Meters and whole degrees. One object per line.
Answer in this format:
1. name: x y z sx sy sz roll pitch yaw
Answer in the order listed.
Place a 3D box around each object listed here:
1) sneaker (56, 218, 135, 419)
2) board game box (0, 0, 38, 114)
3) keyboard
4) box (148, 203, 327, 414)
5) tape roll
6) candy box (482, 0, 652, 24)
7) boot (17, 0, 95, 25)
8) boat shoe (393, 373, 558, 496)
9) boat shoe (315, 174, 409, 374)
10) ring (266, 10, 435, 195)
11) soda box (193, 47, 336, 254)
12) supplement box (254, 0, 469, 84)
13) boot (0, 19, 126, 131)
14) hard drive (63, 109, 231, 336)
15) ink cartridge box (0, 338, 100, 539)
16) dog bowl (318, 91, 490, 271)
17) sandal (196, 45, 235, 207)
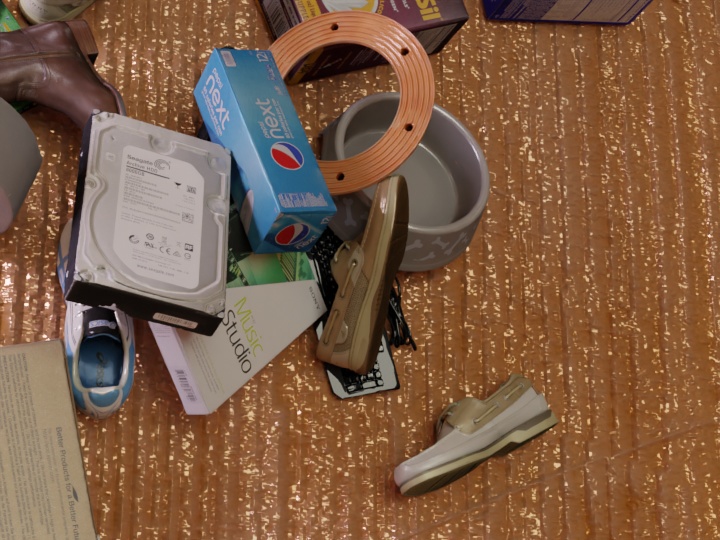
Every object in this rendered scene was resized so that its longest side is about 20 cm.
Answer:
1. sneaker: -0.245 0.037 1.444 0.072 0.072 0.201 -1 70 -22
2. board game box: -0.391 -0.235 1.508 0.105 0.023 0.200 -33 87 -30
3. keyboard: -0.001 0.026 1.573 0.104 0.040 0.201 -9 76 -25
4. box: -0.120 0.024 1.463 0.200 0.036 0.145 -42 119 -46
5. tape roll: -0.386 -0.112 1.363 0.200 0.200 0.066 27 62 -12
6. candy box: 0.234 -0.381 1.803 0.199 0.077 0.170 -3 72 -26
7. boot: -0.249 -0.337 1.531 0.072 0.155 0.200 44 61 -3
8. boat shoe: 0.107 0.166 1.555 0.199 0.075 0.069 -20 74 -35
9. boat shoe: 0.000 0.000 1.512 0.064 0.071 0.201 15 98 14
10. ring: -0.022 -0.166 1.531 0.199 0.019 0.201 -5 69 14
11. soda box: -0.094 -0.115 1.466 0.064 0.068 0.201 -2 56 -32
12. supplement box: 0.002 -0.283 1.661 0.199 0.086 0.111 -17 78 -28
13. boot: -0.332 -0.155 1.451 0.199 0.064 0.187 -11 59 -29
14. hard drive: -0.186 -0.046 1.376 0.139 0.038 0.201 16 48 -20
15. ink cartridge box: -0.330 0.172 1.355 0.164 0.075 0.201 -5 72 -26
16. dog bowl: 0.046 -0.099 1.608 0.199 0.059 0.201 12 56 -18
17. sandal: -0.137 -0.135 1.563 0.075 0.048 0.201 47 31 -50
